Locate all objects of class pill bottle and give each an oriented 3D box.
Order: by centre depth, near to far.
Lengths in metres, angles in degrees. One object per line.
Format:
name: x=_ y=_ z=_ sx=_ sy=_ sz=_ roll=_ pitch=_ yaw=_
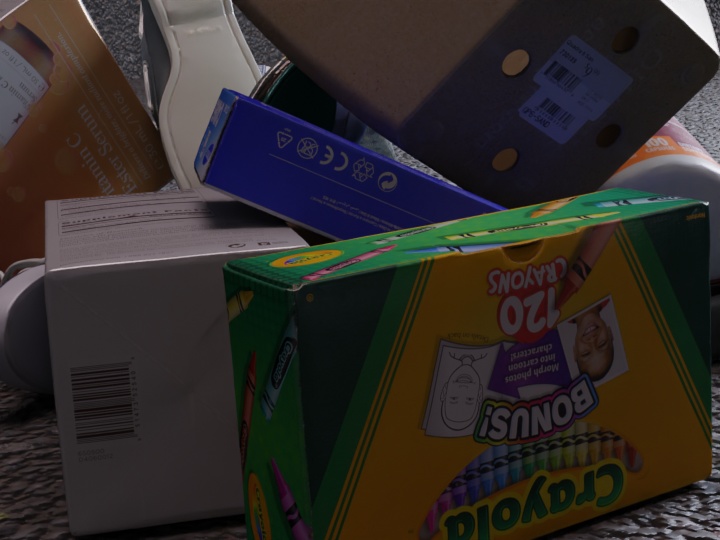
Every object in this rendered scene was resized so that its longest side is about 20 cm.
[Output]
pill bottle: x=0.145 y=-0.059 z=0.845 sx=0.113 sy=0.115 sz=0.200 roll=-6 pitch=33 yaw=-12

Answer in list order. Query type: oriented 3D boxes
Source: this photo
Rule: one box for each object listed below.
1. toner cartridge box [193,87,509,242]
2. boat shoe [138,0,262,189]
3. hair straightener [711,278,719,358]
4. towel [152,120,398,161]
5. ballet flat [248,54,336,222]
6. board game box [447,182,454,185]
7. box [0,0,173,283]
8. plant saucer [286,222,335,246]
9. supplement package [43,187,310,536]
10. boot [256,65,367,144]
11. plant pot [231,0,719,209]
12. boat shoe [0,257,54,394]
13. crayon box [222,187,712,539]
toner cartridge box: x=0.022 y=-0.026 z=0.650 sx=0.198 sy=0.044 sz=0.095 roll=22 pitch=4 yaw=-12
boat shoe: x=-0.105 y=-0.120 z=0.898 sx=0.072 sy=0.202 sz=0.062 roll=-9 pitch=-15 yaw=-18
hair straightener: x=0.243 y=0.027 z=0.762 sx=0.198 sy=0.041 sz=0.077 roll=-4 pitch=12 yaw=-24
towel: x=-0.054 y=-0.078 z=1.095 sx=0.190 sy=0.035 sz=0.200 roll=-1 pitch=-19 yaw=11
ballet flat: x=-0.069 y=-0.039 z=0.817 sx=0.071 sy=0.202 sz=0.072 roll=12 pitch=-19 yaw=4
board game box: x=0.069 y=-0.019 z=0.976 sx=0.199 sy=0.044 sz=0.198 roll=9 pitch=18 yaw=43
box: x=-0.243 y=-0.069 z=0.881 sx=0.200 sy=0.153 sz=0.106 roll=-44 pitch=31 yaw=-23
plant saucer: x=0.044 y=0.021 z=0.705 sx=0.198 sy=0.030 sz=0.200 roll=20 pitch=8 yaw=-3
supplement package: x=-0.089 y=0.030 z=0.649 sx=0.108 sy=0.115 sz=0.200 roll=-5 pitch=11 yaw=-12
boot: x=-0.059 y=-0.058 z=0.987 sx=0.089 sy=0.201 sz=0.073 roll=15 pitch=54 yaw=-8
plant pot: x=0.071 y=-0.140 z=0.742 sx=0.199 sy=0.200 sz=0.178 roll=28 pitch=26 yaw=-42
boat shoe: x=-0.180 y=0.021 z=0.803 sx=0.085 sy=0.075 sz=0.202 roll=1 pitch=11 yaw=19
crayon box: x=0.048 y=0.042 z=0.543 sx=0.198 sy=0.120 sz=0.058 roll=-12 pitch=15 yaw=-31
